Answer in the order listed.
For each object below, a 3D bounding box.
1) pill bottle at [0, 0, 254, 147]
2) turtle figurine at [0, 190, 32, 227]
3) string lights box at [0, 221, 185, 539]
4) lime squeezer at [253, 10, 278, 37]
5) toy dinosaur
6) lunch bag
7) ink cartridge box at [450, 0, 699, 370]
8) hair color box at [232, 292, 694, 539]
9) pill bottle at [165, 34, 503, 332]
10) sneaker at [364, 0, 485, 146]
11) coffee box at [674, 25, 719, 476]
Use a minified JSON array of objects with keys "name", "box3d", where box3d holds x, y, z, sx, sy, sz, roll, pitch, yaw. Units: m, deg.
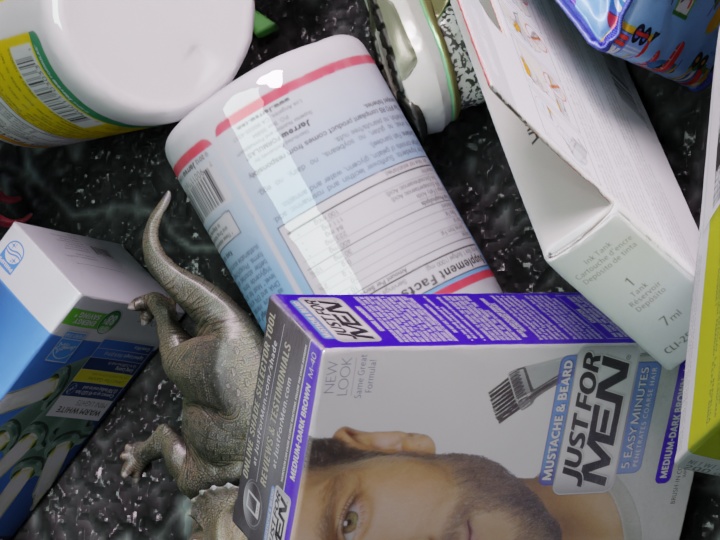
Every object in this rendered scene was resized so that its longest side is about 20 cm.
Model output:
[{"name":"pill bottle","box3d":[-0.144,-0.119,1.356,0.200,0.112,0.114,-6,78,59]},{"name":"turtle figurine","box3d":[-0.233,-0.040,1.378,0.100,0.200,0.150,-33,103,6]},{"name":"string lights box","box3d":[-0.189,0.074,1.393,0.059,0.103,0.200,44,104,24]},{"name":"lime squeezer","box3d":[-0.114,-0.194,1.428,0.070,0.038,0.201,-32,69,21]},{"name":"toy dinosaur","box3d":[-0.066,0.063,1.321,0.102,0.077,0.201,14,103,47]},{"name":"lunch bag","box3d":[0.087,-0.183,1.243,0.200,0.150,0.094,42,103,21]},{"name":"ink cartridge box","box3d":[0.074,-0.073,1.185,0.043,0.173,0.201,-39,36,18]},{"name":"hair color box","box3d":[0.052,0.070,1.196,0.065,0.199,0.110,-136,51,-57]},{"name":"pill bottle","box3d":[0.000,0.000,1.287,0.108,0.109,0.201,-31,84,21]},{"name":"sneaker","box3d":[0.039,-0.161,1.338,0.088,0.077,0.201,-12,74,-6]},{"name":"coffee box","box3d":[0.248,-0.021,1.056,0.198,0.198,0.201,11,71,-6]}]
